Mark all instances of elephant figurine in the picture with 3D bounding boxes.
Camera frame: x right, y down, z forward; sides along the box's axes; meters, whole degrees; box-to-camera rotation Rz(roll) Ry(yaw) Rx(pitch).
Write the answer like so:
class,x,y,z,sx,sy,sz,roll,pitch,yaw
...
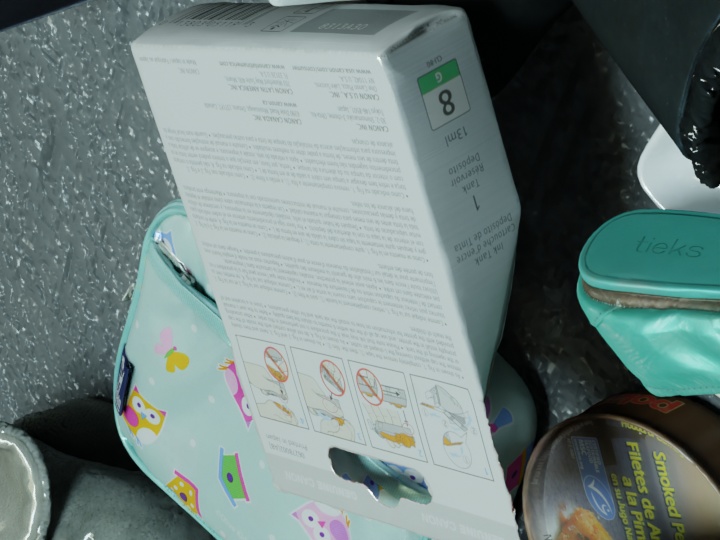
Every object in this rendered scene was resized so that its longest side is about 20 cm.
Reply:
class,x,y,z,sx,sy,sz,roll,pitch,yaw
elephant figurine,-0.168,0.124,1.037,0.200,0.155,0.142,42,158,11

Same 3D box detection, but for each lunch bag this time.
class,x,y,z,sx,sy,sz,roll,pitch,yaw
lunch bag,-0.023,0.056,0.897,0.200,0.077,0.161,39,135,25

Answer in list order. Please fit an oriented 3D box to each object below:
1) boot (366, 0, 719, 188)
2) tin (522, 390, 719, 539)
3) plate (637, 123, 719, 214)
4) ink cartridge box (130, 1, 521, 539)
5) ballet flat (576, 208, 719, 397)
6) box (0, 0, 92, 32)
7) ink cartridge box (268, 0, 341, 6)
class,x,y,z,sx,sy,sz,roll,pitch,yaw
boot,0.083,-0.092,0.681,0.163,0.073,0.199,55,138,35
tin,0.129,0.143,0.813,0.112,0.042,0.201,1,111,51
plate,0.201,-0.030,0.647,0.200,0.032,0.200,48,137,17
ink cartridge box,0.000,0.000,0.770,0.160,0.050,0.201,10,125,51
ballet flat,0.159,0.017,0.656,0.199,0.067,0.071,4,138,46
box,-0.206,-0.234,0.907,0.196,0.117,0.201,35,131,30
ink cartridge box,-0.031,-0.223,0.731,0.201,0.043,0.174,61,147,39
